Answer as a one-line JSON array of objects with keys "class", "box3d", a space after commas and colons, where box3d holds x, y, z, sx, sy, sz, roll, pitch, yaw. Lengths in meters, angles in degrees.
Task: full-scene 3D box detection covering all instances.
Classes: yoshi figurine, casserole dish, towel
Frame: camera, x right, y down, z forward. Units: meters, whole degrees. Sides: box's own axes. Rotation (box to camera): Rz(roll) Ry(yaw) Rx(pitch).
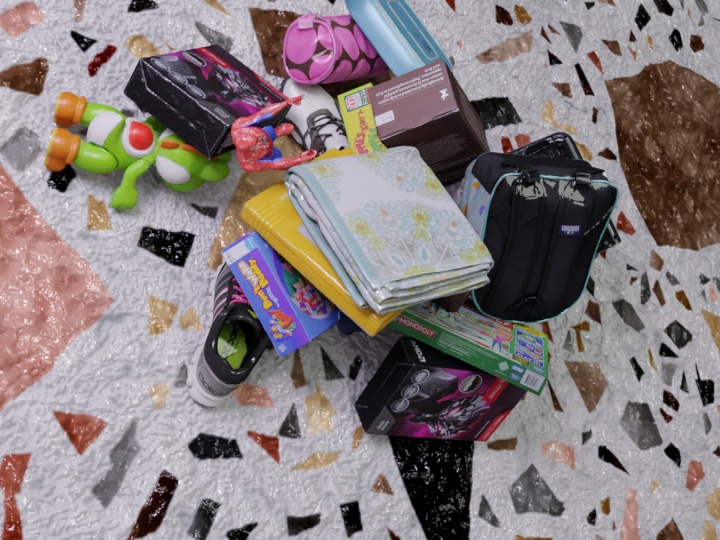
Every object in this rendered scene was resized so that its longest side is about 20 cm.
[{"class": "yoshi figurine", "box3d": [-0.248, -0.131, 1.082, 0.198, 0.113, 0.112, 12, 24, -17]}, {"class": "casserole dish", "box3d": [0.058, -0.309, 1.274, 0.201, 0.039, 0.121, 55, 32, 0]}, {"class": "towel", "box3d": [0.032, -0.048, 1.032, 0.170, 0.048, 0.201, -12, 57, -34]}]

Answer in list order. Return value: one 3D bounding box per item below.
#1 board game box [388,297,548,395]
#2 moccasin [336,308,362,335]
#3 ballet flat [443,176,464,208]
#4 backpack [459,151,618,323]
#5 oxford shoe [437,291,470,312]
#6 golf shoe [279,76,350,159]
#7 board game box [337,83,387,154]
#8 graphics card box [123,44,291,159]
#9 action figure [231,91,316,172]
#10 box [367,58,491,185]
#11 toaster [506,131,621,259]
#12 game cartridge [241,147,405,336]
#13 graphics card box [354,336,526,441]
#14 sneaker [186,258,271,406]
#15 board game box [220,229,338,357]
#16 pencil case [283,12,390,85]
[{"class": "board game box", "box3d": [0.130, 0.071, 1.151, 0.199, 0.029, 0.135, 25, 21, 2]}, {"class": "moccasin", "box3d": [0.000, 0.000, 1.124, 0.080, 0.068, 0.200, 45, 27, -14]}, {"class": "ballet flat", "box3d": [0.112, -0.153, 1.296, 0.046, 0.067, 0.202, 34, 35, -66]}, {"class": "backpack", "box3d": [0.204, -0.042, 1.188, 0.174, 0.153, 0.202, 1, 110, -17]}, {"class": "oxford shoe", "box3d": [0.078, -0.027, 1.185, 0.071, 0.073, 0.200, -5, 37, -19]}, {"class": "golf shoe", "box3d": [-0.037, -0.171, 1.224, 0.077, 0.094, 0.201, -29, 88, -15]}, {"class": "board game box", "box3d": [0.037, -0.155, 1.240, 0.200, 0.047, 0.102, 28, 46, -68]}, {"class": "graphics card box", "box3d": [-0.169, -0.199, 1.102, 0.125, 0.051, 0.200, 38, 25, 4]}, {"class": "action figure", "box3d": [-0.081, -0.146, 1.051, 0.200, 0.098, 0.066, -32, 106, -77]}, {"class": "box", "box3d": [0.090, -0.172, 1.173, 0.200, 0.099, 0.076, 31, 42, -68]}, {"class": "toaster", "box3d": [0.241, -0.085, 1.332, 0.201, 0.180, 0.119, 65, 15, 4]}, {"class": "game cartridge", "box3d": [-0.004, -0.042, 1.060, 0.200, 0.033, 0.176, 42, 49, 11]}, {"class": "graphics card box", "box3d": [0.106, 0.149, 1.179, 0.199, 0.126, 0.051, 11, 37, -33]}, {"class": "sneaker", "box3d": [-0.133, 0.053, 1.078, 0.073, 0.087, 0.201, 29, 57, -23]}, {"class": "board game box", "box3d": [-0.067, 0.005, 1.121, 0.135, 0.045, 0.200, 61, 25, 0]}, {"class": "pencil case", "box3d": [-0.025, -0.299, 1.265, 0.200, 0.090, 0.095, -31, 129, -60]}]
